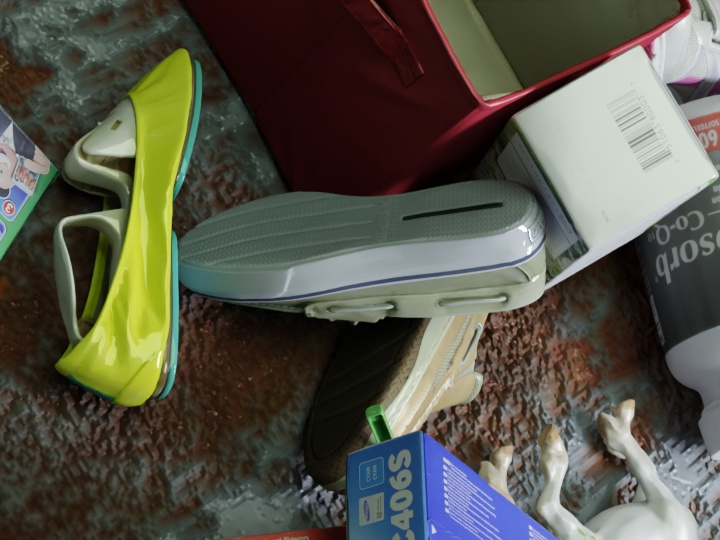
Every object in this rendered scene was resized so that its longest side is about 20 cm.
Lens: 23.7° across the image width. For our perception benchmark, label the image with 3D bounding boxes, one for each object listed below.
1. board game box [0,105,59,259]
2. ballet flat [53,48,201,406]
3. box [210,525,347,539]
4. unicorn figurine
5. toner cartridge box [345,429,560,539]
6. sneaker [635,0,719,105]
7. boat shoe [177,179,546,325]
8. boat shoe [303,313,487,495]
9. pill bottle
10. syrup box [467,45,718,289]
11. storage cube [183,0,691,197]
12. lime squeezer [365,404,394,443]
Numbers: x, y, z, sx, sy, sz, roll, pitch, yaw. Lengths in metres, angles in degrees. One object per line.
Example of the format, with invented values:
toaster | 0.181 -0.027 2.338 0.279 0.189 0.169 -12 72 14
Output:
board game box | -0.241 -0.066 0.793 0.200 0.029 0.135 51 50 -31
ballet flat | -0.121 -0.031 0.874 0.066 0.067 0.202 13 65 -22
box | -0.065 0.181 0.796 0.198 0.095 0.101 -1 71 -33
unicorn figurine | 0.155 0.145 0.967 0.198 0.074 0.139 -19 76 -14
toner cartridge box | 0.063 0.161 0.813 0.200 0.043 0.096 42 37 -46
sneaker | 0.201 -0.149 1.044 0.200 0.087 0.082 27 42 -73
boat shoe | 0.000 0.000 0.888 0.072 0.197 0.063 -73 154 -52
boat shoe | 0.038 0.049 0.938 0.076 0.071 0.201 47 53 -25
pill bottle | 0.231 0.004 1.042 0.115 0.116 0.202 -3 71 -32
syrup box | 0.119 -0.047 0.939 0.081 0.200 0.079 -29 85 -6
storage cube | 0.039 -0.149 0.951 0.199 0.179 0.172 -27 85 -37
lime squeezer | 0.034 0.161 0.882 0.071 0.037 0.202 -26 101 -67
